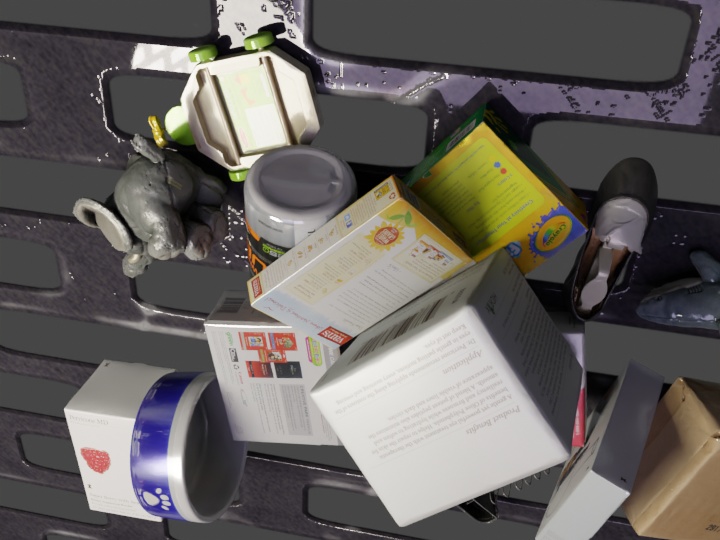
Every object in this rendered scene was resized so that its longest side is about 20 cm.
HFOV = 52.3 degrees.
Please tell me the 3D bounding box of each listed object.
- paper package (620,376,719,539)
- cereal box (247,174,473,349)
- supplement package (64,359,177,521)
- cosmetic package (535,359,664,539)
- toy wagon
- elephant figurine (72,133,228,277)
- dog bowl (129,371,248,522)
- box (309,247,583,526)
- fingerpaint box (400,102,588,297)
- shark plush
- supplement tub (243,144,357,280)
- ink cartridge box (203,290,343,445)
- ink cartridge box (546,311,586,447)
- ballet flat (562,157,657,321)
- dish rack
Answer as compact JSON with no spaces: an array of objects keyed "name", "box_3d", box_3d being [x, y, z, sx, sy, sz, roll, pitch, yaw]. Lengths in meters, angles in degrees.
[{"name":"paper package","box_3d":[0.434,0.236,0.884,0.199,0.104,0.191,11,125,-17]},{"name":"cereal box","box_3d":[0.000,0.000,0.777,0.200,0.040,0.144,-33,139,20]},{"name":"supplement package","box_3d":[-0.338,0.251,1.089,0.121,0.120,0.200,6,121,10]},{"name":"cosmetic package","box_3d":[0.286,0.221,0.871,0.052,0.200,0.151,31,132,12]},{"name":"toy wagon","box_3d":[-0.146,-0.181,0.839,0.199,0.040,0.155,-6,118,17]},{"name":"elephant figurine","box_3d":[-0.270,-0.068,0.889,0.200,0.141,0.156,-1,90,35]},{"name":"dog bowl","box_3d":[-0.230,0.240,1.011,0.079,0.200,0.201,-1,120,16]},{"name":"box","box_3d":[0.099,0.114,0.761,0.199,0.200,0.172,-32,93,27]},{"name":"fingerpaint box","box_3d":[0.124,-0.057,0.831,0.167,0.073,0.200,42,120,-12]},{"name":"shark plush","box_3d":[0.406,0.061,0.789,0.200,0.083,0.091,33,139,37]},{"name":"supplement tub","box_3d":[-0.069,-0.033,0.841,0.122,0.123,0.200,12,140,5]},{"name":"ink cartridge box","box_3d":[-0.096,0.133,0.986,0.175,0.084,0.200,1,121,12]},{"name":"ink cartridge box","box_3d":[0.173,0.129,0.901,0.199,0.086,0.148,-1,104,15]},{"name":"ballet flat","box_3d":[0.281,-0.025,0.817,0.068,0.068,0.200,14,122,6]},{"name":"dish rack","box_3d":[0.188,0.248,1.008,0.153,0.055,0.200,40,120,-13]}]
